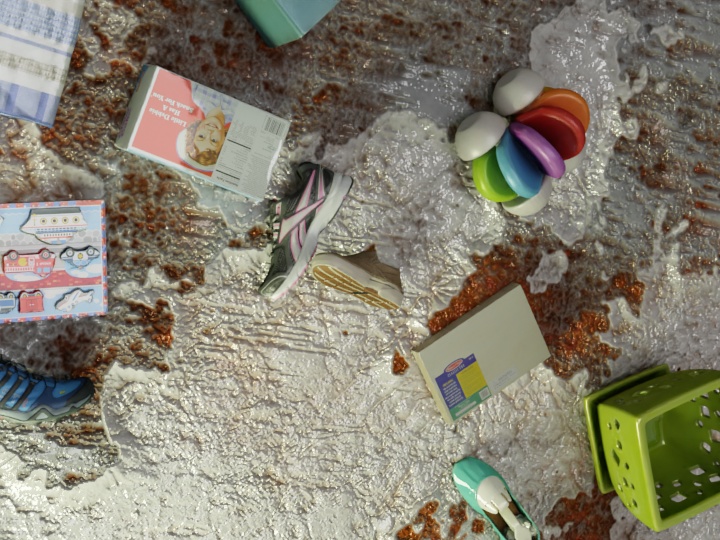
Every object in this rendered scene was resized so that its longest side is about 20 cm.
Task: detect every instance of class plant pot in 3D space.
[{"bbox_3d":[-0.113,-0.412,1.623,0.141,0.141,0.200,-46,107,-13],"label":"plant pot"},{"bbox_3d":[0.470,0.263,1.990,0.198,0.181,0.201,-20,106,-22],"label":"plant pot"}]

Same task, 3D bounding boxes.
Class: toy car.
[{"bbox_3d":[0.251,-0.181,1.827,0.200,0.150,0.175,-48,115,-11],"label":"toy car"}]

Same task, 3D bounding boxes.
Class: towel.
[{"bbox_3d":[-0.422,-0.289,1.552,0.146,0.024,0.201,12,95,-29],"label":"towel"}]

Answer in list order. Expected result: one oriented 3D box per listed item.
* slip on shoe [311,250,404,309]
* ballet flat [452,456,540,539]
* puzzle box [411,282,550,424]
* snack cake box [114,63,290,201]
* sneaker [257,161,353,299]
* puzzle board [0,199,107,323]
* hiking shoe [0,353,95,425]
[{"bbox_3d":[0.000,0.000,1.752,0.200,0.076,0.061,27,70,-51],"label":"slip on shoe"},{"bbox_3d":[0.218,0.363,1.946,0.067,0.070,0.200,-44,114,-13],"label":"ballet flat"},{"bbox_3d":[0.184,0.124,1.915,0.200,0.025,0.134,-32,111,-18],"label":"puzzle box"},{"bbox_3d":[-0.205,-0.178,1.652,0.199,0.067,0.116,21,91,-27],"label":"snack cake box"},{"bbox_3d":[-0.094,-0.059,1.733,0.086,0.080,0.201,29,84,-6],"label":"sneaker"},{"bbox_3d":[-0.419,-0.010,1.603,0.199,0.017,0.152,-4,100,-26],"label":"puzzle board"},{"bbox_3d":[-0.432,0.147,1.590,0.199,0.074,0.087,-7,102,-25],"label":"hiking shoe"}]
